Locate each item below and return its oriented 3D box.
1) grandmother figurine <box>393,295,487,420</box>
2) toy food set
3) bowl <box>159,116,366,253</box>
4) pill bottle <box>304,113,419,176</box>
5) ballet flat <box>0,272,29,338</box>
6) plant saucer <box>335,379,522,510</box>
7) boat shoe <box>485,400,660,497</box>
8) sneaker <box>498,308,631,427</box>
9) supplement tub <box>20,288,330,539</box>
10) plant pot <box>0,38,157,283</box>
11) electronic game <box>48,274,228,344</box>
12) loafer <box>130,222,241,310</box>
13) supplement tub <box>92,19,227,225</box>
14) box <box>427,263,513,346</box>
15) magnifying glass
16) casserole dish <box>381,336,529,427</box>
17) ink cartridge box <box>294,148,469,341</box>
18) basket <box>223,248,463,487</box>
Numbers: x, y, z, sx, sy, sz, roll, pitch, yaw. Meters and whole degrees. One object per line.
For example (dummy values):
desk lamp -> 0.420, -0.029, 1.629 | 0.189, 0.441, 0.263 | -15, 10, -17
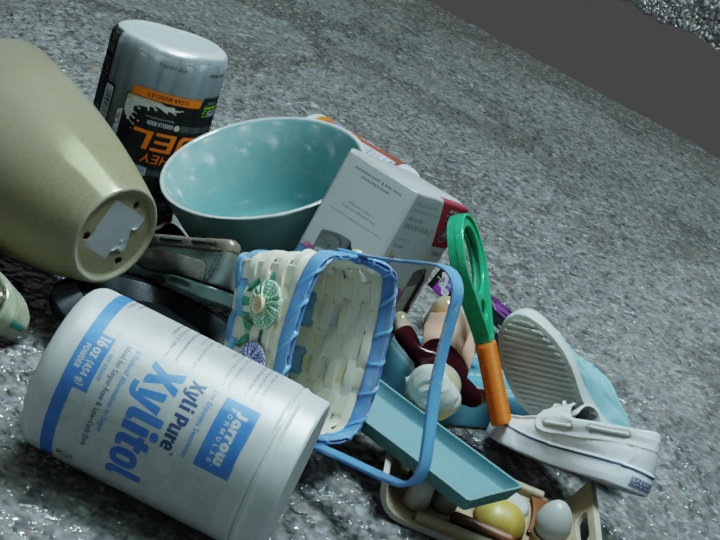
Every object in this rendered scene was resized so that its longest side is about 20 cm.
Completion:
grandmother figurine -> 0.077, 0.083, 1.411 | 0.121, 0.061, 0.200 | 34, 20, -4
toy food set -> 0.113, 0.187, 1.312 | 0.199, 0.061, 0.144 | 23, 21, -4
bowl -> -0.090, -0.059, 1.472 | 0.200, 0.105, 0.201 | -4, 33, 3
pill bottle -> 0.001, -0.094, 1.797 | 0.200, 0.113, 0.112 | 33, 22, 19
ballet flat -> -0.354, -0.003, 1.286 | 0.200, 0.067, 0.062 | 41, -2, 29
plant saucer -> 0.045, 0.144, 1.286 | 0.070, 0.019, 0.200 | -6, 29, -43
boat shoe -> 0.200, 0.155, 1.399 | 0.073, 0.066, 0.200 | 27, -8, -41
sneaker -> 0.202, 0.111, 1.476 | 0.201, 0.074, 0.082 | 59, 31, -17
supplement tub -> -0.137, 0.111, 1.122 | 0.199, 0.132, 0.132 | 25, 21, 5
plant pot -> -0.278, -0.078, 1.331 | 0.200, 0.188, 0.187 | 34, 23, 32
electronic game -> -0.180, 0.056, 1.333 | 0.199, 0.042, 0.200 | 24, 12, -5
loafer -> -0.170, -0.015, 1.416 | 0.072, 0.063, 0.200 | 20, 1, -39
supplement tub -> -0.217, -0.144, 1.540 | 0.122, 0.201, 0.123 | 16, 17, -5
box -> 0.174, 0.080, 1.611 | 0.143, 0.036, 0.200 | 33, 9, -47
magnifying glass -> 0.111, 0.046, 1.409 | 0.022, 0.201, 0.080 | -12, 6, 18
casserole dish -> 0.097, 0.109, 1.518 | 0.199, 0.039, 0.121 | 8, 26, -35
ink cartridge box -> 0.000, 0.000, 1.407 | 0.085, 0.201, 0.147 | 32, 9, 21
basket -> -0.016, 0.069, 1.222 | 0.199, 0.177, 0.139 | 12, 1, 30
